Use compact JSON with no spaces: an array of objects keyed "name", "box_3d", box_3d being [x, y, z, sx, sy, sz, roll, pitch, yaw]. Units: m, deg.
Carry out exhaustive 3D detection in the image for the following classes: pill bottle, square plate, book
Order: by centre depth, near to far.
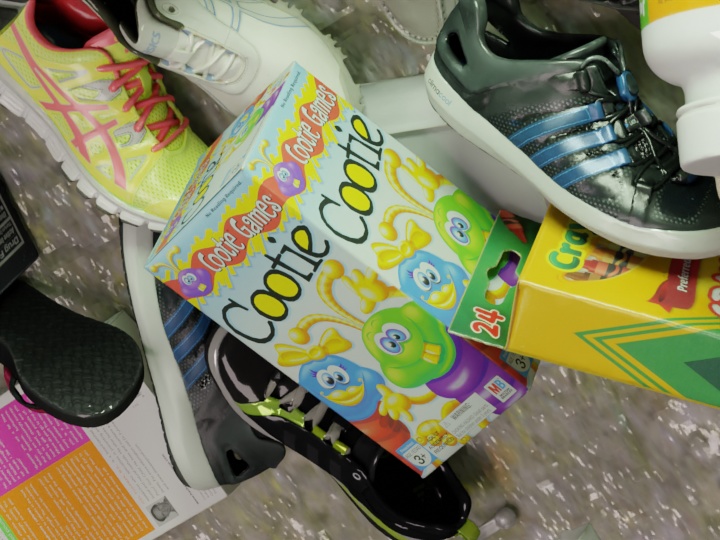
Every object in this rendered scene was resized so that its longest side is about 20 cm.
[{"name":"pill bottle","box_3d":[0.188,-0.150,1.429,0.111,0.111,0.201,-8,81,33]},{"name":"square plate","box_3d":[0.055,-0.020,1.700,0.199,0.028,0.199,-7,115,33]},{"name":"book","box_3d":[-0.183,0.124,1.916,0.200,0.048,0.134,-31,99,38]}]

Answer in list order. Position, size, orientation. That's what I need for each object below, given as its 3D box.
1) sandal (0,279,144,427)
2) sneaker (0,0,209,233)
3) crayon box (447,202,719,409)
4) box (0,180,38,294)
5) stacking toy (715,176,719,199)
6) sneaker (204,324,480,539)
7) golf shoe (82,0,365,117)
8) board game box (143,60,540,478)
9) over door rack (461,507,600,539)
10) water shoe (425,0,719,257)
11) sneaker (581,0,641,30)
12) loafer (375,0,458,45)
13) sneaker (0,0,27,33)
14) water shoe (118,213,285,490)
[{"name":"sandal","box_3d":[-0.190,0.057,1.819,0.200,0.075,0.045,31,136,53]},{"name":"sneaker","box_3d":[-0.145,-0.103,1.727,0.200,0.078,0.090,39,128,2]},{"name":"crayon box","box_3d":[0.158,0.009,1.575,0.199,0.127,0.051,14,126,8]},{"name":"box","box_3d":[-0.326,-0.036,1.790,0.123,0.200,0.199,-10,114,33]},{"name":"stacking toy","box_3d":[0.285,-0.014,1.526,0.146,0.146,0.200,-12,128,34]},{"name":"sneaker","box_3d":[-0.003,0.091,1.759,0.200,0.072,0.083,40,166,-14]},{"name":"golf shoe","box_3d":[-0.093,-0.127,1.662,0.200,0.097,0.078,37,123,6]},{"name":"board game box","box_3d":[0.000,0.000,1.632,0.200,0.105,0.103,37,131,-12]},{"name":"over door rack","box_3d":[0.122,0.217,1.778,0.148,0.067,0.200,56,150,-12]},{"name":"water shoe","box_3d":[0.121,-0.079,1.551,0.200,0.071,0.079,32,126,20]},{"name":"sneaker","box_3d":[0.121,-0.166,1.528,0.200,0.091,0.076,36,128,3]},{"name":"loafer","box_3d":[0.001,-0.194,1.572,0.070,0.070,0.200,3,136,38]},{"name":"sneaker","box_3d":[-0.221,-0.203,1.650,0.078,0.201,0.090,11,148,-23]},{"name":"water shoe","box_3d":[-0.096,0.034,1.805,0.079,0.072,0.201,-13,108,-2]}]
